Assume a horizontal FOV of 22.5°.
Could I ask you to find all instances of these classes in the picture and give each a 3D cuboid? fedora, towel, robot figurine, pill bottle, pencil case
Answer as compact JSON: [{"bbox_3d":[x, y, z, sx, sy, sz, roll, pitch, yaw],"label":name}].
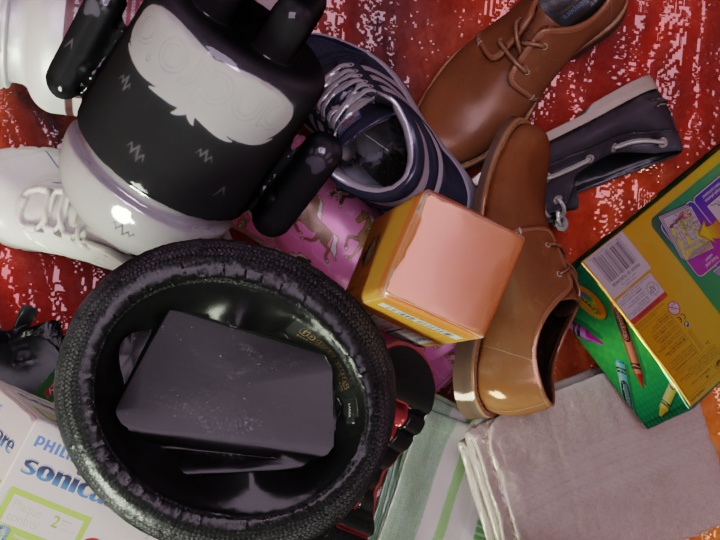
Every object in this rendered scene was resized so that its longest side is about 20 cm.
[{"bbox_3d":[-0.082,0.073,1.081,0.200,0.092,0.201,0,92,-8],"label":"fedora"},{"bbox_3d":[0.158,0.135,1.204,0.200,0.034,0.133,-16,92,-32],"label":"towel"},{"bbox_3d":[0.098,0.181,1.201,0.200,0.023,0.153,22,78,-27],"label":"towel"},{"bbox_3d":[-0.100,-0.101,1.108,0.150,0.125,0.200,50,116,32],"label":"robot figurine"},{"bbox_3d":[-0.156,-0.156,1.207,0.199,0.113,0.113,5,84,-5],"label":"pill bottle"},{"bbox_3d":[0.000,0.000,1.219,0.200,0.087,0.083,42,103,0],"label":"pencil case"}]

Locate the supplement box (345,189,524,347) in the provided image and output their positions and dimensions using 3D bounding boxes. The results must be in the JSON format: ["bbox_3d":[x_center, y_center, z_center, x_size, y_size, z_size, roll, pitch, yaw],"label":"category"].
[{"bbox_3d":[0.037,0.003,1.078,0.069,0.200,0.067,24,84,-8],"label":"supplement box"}]

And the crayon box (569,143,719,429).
[{"bbox_3d":[0.232,-0.001,1.221,0.200,0.058,0.119,-36,88,-30],"label":"crayon box"}]

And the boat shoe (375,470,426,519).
[{"bbox_3d":[-0.020,0.181,1.206,0.069,0.074,0.200,32,83,-7],"label":"boat shoe"}]

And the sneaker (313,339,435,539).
[{"bbox_3d":[-0.025,0.131,1.168,0.074,0.087,0.200,33,86,-28],"label":"sneaker"}]

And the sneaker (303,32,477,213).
[{"bbox_3d":[-0.006,-0.103,1.185,0.070,0.108,0.200,-46,60,9],"label":"sneaker"}]

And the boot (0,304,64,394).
[{"bbox_3d":[-0.252,0.132,1.195,0.162,0.073,0.199,-14,91,-15],"label":"boot"}]

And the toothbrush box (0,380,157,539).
[{"bbox_3d":[-0.204,0.188,1.110,0.145,0.086,0.200,30,86,-37],"label":"toothbrush box"}]

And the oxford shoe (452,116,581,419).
[{"bbox_3d":[0.110,-0.003,1.159,0.071,0.071,0.201,-2,75,30],"label":"oxford shoe"}]

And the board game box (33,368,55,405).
[{"bbox_3d":[-0.184,0.146,1.180,0.200,0.029,0.135,-52,126,-8],"label":"board game box"}]

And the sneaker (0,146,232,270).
[{"bbox_3d":[-0.180,-0.038,1.206,0.199,0.087,0.075,14,90,-2],"label":"sneaker"}]

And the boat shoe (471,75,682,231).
[{"bbox_3d":[0.134,-0.061,1.246,0.200,0.073,0.063,-31,85,-12],"label":"boat shoe"}]

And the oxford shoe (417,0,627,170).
[{"bbox_3d":[0.105,-0.148,1.242,0.071,0.071,0.200,42,82,10],"label":"oxford shoe"}]
